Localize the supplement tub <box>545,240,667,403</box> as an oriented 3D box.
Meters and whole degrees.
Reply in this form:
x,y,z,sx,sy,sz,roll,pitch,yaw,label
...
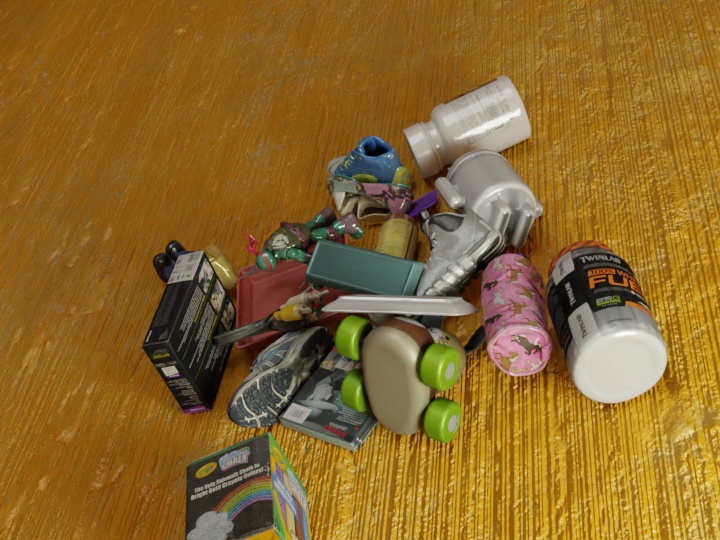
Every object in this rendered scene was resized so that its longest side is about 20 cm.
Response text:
x,y,z,sx,sy,sz,roll,pitch,yaw,label
0.304,0.058,1.359,0.121,0.124,0.201,-20,36,9,supplement tub

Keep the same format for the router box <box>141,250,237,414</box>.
x,y,z,sx,sy,sz,roll,pitch,yaw,label
-0.254,0.093,1.641,0.050,0.151,0.202,-10,38,20,router box

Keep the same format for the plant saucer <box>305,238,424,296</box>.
x,y,z,sx,sy,sz,roll,pitch,yaw,label
0.000,0.000,1.574,0.198,0.019,0.071,14,78,39,plant saucer

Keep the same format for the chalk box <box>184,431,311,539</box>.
x,y,z,sx,sy,sz,roll,pitch,yaw,label
-0.139,0.299,1.340,0.123,0.125,0.201,-21,35,8,chalk box

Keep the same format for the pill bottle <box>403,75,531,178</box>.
x,y,z,sx,sy,sz,roll,pitch,yaw,label
0.178,-0.237,1.809,0.197,0.115,0.115,-25,36,2,pill bottle

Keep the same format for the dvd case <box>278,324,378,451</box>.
x,y,z,sx,sy,sz,roll,pitch,yaw,label
-0.007,0.158,1.517,0.144,0.022,0.201,10,49,40,dvd case

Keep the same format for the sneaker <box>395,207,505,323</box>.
x,y,z,sx,sy,sz,roll,pitch,yaw,label
0.107,-0.012,1.562,0.199,0.075,0.116,-41,64,-1,sneaker

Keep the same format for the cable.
x,y,z,sx,sy,sz,roll,pitch,yaw,label
-0.132,0.066,1.614,0.197,0.051,0.097,-12,13,28,cable

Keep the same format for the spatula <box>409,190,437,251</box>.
x,y,z,sx,sy,sz,roll,pitch,yaw,label
0.112,-0.069,1.719,0.056,0.021,0.202,-31,37,15,spatula

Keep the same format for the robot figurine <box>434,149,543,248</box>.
x,y,z,sx,sy,sz,roll,pitch,yaw,label
0.197,-0.112,1.642,0.167,0.114,0.201,9,29,-22,robot figurine

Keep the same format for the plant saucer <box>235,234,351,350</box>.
x,y,z,sx,sy,sz,roll,pitch,yaw,label
-0.102,0.039,1.710,0.197,0.037,0.201,-21,36,10,plant saucer

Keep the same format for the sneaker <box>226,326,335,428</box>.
x,y,z,sx,sy,sz,roll,pitch,yaw,label
-0.126,0.155,1.562,0.086,0.079,0.199,8,38,47,sneaker

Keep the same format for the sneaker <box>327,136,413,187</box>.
x,y,z,sx,sy,sz,roll,pitch,yaw,label
0.006,-0.197,1.872,0.198,0.106,0.076,14,51,41,sneaker

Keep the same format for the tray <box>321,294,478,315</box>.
x,y,z,sx,sy,sz,roll,pitch,yaw,label
0.054,0.046,1.460,0.196,0.023,0.107,1,2,21,tray

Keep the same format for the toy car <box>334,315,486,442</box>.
x,y,z,sx,sy,sz,roll,pitch,yaw,label
0.089,0.107,1.425,0.162,0.160,0.199,16,35,32,toy car

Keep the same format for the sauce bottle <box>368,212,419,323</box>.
x,y,z,sx,sy,sz,roll,pitch,yaw,label
0.046,-0.004,1.645,0.065,0.067,0.202,-8,38,23,sauce bottle

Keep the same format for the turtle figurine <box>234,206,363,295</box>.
x,y,z,sx,sy,sz,roll,pitch,yaw,label
-0.100,-0.030,1.684,0.199,0.102,0.149,-33,46,-26,turtle figurine

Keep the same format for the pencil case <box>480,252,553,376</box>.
x,y,z,sx,sy,sz,roll,pitch,yaw,label
0.208,0.057,1.432,0.086,0.083,0.201,-36,21,23,pencil case

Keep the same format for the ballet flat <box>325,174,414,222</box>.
x,y,z,sx,sy,sz,roll,pitch,yaw,label
0.004,-0.119,1.823,0.198,0.069,0.072,13,72,41,ballet flat

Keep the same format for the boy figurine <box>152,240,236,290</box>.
x,y,z,sx,sy,sz,roll,pitch,yaw,label
-0.282,0.001,1.830,0.124,0.065,0.199,-44,30,-22,boy figurine
